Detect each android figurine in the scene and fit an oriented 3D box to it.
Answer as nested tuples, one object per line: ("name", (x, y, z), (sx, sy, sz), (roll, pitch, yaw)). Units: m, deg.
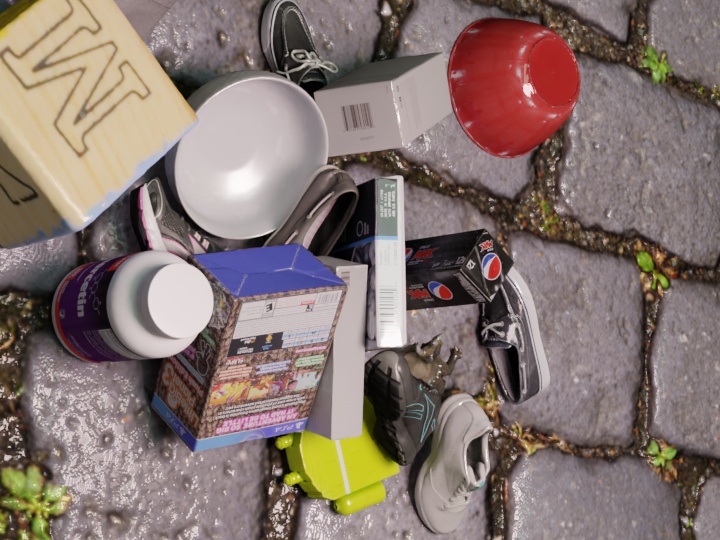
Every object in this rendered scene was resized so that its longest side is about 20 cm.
("android figurine", (-0.020, 0.209, 1.767), (0.199, 0.041, 0.183), (-17, 96, -39))

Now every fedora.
("fedora", (-0.278, -0.313, 1.583), (0.199, 0.177, 0.091), (23, 101, -41))

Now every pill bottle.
("pill bottle", (-0.240, 0.039, 1.522), (0.112, 0.200, 0.113), (5, 81, -36))

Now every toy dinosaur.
("toy dinosaur", (0.088, 0.157, 1.833), (0.102, 0.077, 0.201), (-35, 128, -48))

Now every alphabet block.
("alphabet block", (-0.328, -0.164, 1.487), (0.197, 0.195, 0.200), (-48, 114, -32))

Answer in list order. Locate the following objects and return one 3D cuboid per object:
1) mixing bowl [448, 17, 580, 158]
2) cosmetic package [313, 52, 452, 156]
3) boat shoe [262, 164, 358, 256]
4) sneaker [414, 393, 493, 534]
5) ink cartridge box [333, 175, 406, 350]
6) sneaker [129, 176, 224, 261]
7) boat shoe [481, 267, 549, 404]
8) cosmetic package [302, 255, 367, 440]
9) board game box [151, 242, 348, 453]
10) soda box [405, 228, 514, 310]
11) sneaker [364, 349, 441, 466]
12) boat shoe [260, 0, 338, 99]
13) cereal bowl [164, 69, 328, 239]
("mixing bowl", (0.229, -0.262, 1.970), (0.199, 0.108, 0.201), (6, 80, -36))
("cosmetic package", (0.032, -0.207, 1.760), (0.200, 0.107, 0.085), (-38, 119, -62))
("boat shoe", (-0.067, -0.029, 1.692), (0.067, 0.057, 0.201), (18, 107, -41))
("sneaker", (0.125, 0.260, 1.804), (0.075, 0.088, 0.201), (-10, 121, -31))
("ink cartridge box", (0.000, 0.000, 1.719), (0.043, 0.200, 0.199), (1, 83, -20))
("sneaker", (-0.197, -0.017, 1.630), (0.086, 0.080, 0.201), (-24, 112, -16))
("boat shoe", (0.195, 0.083, 1.930), (0.068, 0.072, 0.201), (-28, 108, -37))
("cosmetic package", (-0.036, 0.088, 1.662), (0.050, 0.082, 0.201), (-5, 101, -39))
("board game box", (-0.125, 0.084, 1.603), (0.159, 0.097, 0.201), (-6, 124, -41))
("soda box", (0.092, 0.002, 1.776), (0.063, 0.200, 0.071), (47, 60, -25))
("sneaker", (0.051, 0.150, 1.718), (0.079, 0.075, 0.200), (-38, 147, -22))
("boat shoe", (-0.070, -0.241, 1.765), (0.073, 0.068, 0.201), (-4, 87, -37))
("cereal bowl", (-0.141, -0.142, 1.670), (0.199, 0.083, 0.201), (-15, 121, -26))
